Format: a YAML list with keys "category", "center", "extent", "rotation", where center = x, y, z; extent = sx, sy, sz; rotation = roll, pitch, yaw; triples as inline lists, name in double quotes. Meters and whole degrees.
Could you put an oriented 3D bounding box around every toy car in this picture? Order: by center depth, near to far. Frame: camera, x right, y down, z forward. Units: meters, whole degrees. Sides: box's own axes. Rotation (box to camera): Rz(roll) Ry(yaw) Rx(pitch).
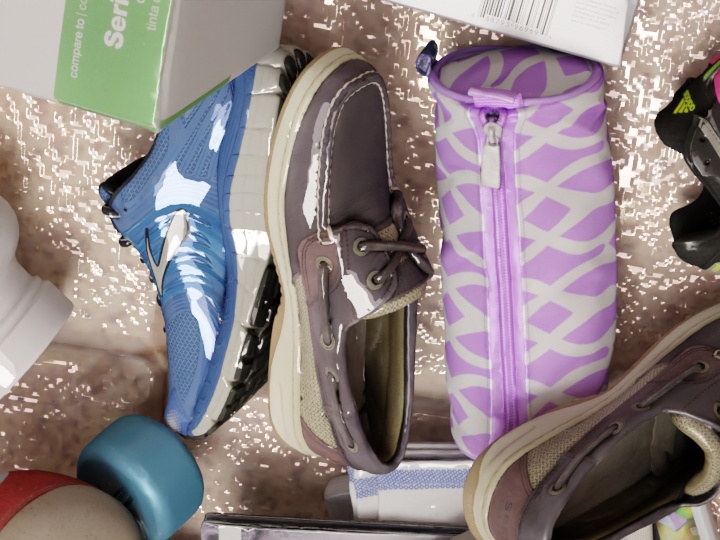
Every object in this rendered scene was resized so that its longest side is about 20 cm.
- category: "toy car"
  center: [-0.200, 0.157, 1.160]
  extent: [0.200, 0.184, 0.177]
  rotation: [19, 134, 33]

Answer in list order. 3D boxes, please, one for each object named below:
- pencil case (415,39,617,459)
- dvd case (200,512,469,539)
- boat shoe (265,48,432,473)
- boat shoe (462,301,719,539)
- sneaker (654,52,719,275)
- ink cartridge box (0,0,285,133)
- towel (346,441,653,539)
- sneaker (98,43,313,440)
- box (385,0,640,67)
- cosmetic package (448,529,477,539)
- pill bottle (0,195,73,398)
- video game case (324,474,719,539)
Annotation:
- category: "pencil case"
  center: [0.075, -0.006, 1.077]
  extent: [0.084, 0.086, 0.201]
  rotation: [-1, 114, 11]
- category: "dvd case"
  center: [0.022, 0.189, 1.157]
  extent: [0.199, 0.016, 0.149]
  rotation: [3, 116, 4]
- category: "boat shoe"
  center: [0.000, 0.000, 1.055]
  extent: [0.065, 0.072, 0.200]
  rotation: [22, 122, 32]
- category: "boat shoe"
  center: [0.141, 0.075, 1.064]
  extent: [0.200, 0.065, 0.072]
  rotation: [-26, 122, -23]
- category: "sneaker"
  center: [0.174, -0.078, 1.036]
  extent: [0.087, 0.074, 0.200]
  rotation: [1, 119, 1]
- category: "ink cartridge box"
  center: [-0.143, -0.139, 0.995]
  extent: [0.199, 0.145, 0.088]
  rotation: [15, 114, 14]
- category: "towel"
  center: [0.071, 0.172, 1.166]
  extent: [0.146, 0.024, 0.201]
  rotation: [-1, 115, 6]
- category: "sneaker"
  center: [-0.074, -0.017, 1.107]
  extent: [0.089, 0.079, 0.201]
  rotation: [15, 113, 17]
- category: "box"
  center: [0.067, -0.204, 1.015]
  extent: [0.156, 0.041, 0.200]
  rotation: [15, 116, 1]
- category: "cosmetic package"
  center: [0.014, 0.206, 1.115]
  extent: [0.200, 0.073, 0.104]
  rotation: [-28, 112, 16]
- category: "pill bottle"
  center: [-0.231, -0.023, 1.100]
  extent: [0.200, 0.104, 0.104]
  rotation: [42, 112, -11]
- category: "video game case"
  center: [0.097, 0.174, 1.188]
  extent: [0.181, 0.023, 0.200]
  rotation: [-14, 110, 14]
